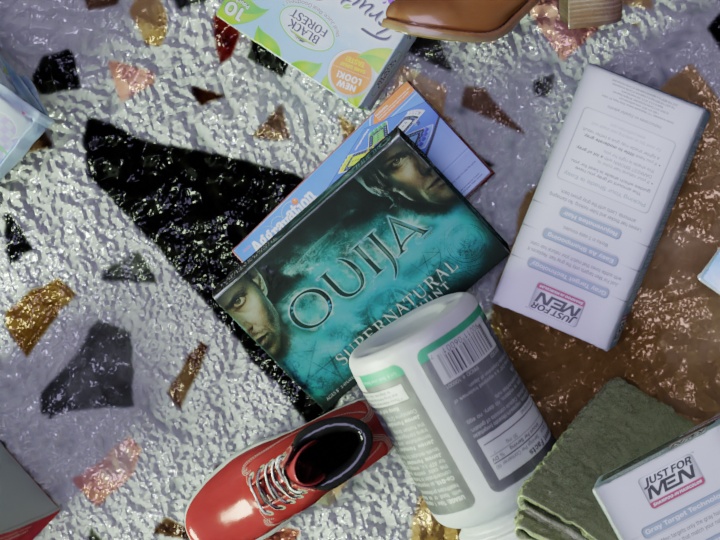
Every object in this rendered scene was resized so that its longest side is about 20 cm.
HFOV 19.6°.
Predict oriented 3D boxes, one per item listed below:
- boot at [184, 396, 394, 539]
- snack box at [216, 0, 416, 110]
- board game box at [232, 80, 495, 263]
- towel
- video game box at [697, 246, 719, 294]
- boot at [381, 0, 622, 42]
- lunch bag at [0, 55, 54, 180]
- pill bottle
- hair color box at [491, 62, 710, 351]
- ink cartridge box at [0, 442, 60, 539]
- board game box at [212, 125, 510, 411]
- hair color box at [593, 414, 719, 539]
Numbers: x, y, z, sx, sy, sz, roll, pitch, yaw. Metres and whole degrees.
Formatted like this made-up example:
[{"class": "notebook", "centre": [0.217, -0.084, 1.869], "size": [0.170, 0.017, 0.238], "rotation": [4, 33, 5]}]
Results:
[{"class": "boot", "centre": [-0.069, 0.167, 1.639], "size": [0.200, 0.144, 0.072], "rotation": [-32, 87, 13]}, {"class": "snack box", "centre": [-0.001, -0.248, 1.653], "size": [0.142, 0.053, 0.200], "rotation": [34, 98, 10]}, {"class": "board game box", "centre": [0.001, -0.047, 1.678], "size": [0.200, 0.019, 0.103], "rotation": [-43, 85, 11]}, {"class": "towel", "centre": [0.207, 0.167, 1.561], "size": [0.148, 0.200, 0.037], "rotation": [31, 131, 10]}, {"class": "video game box", "centre": [0.389, -0.011, 1.578], "size": [0.200, 0.047, 0.182], "rotation": [36, 97, 10]}, {"class": "boot", "centre": [0.106, -0.258, 1.590], "size": [0.200, 0.074, 0.155], "rotation": [-10, 107, -14]}, {"class": "lunch bag", "centre": [-0.367, -0.127, 1.707], "size": [0.200, 0.127, 0.170], "rotation": [43, 98, 18]}, {"class": "pill bottle", "centre": [0.084, 0.127, 1.607], "size": [0.113, 0.113, 0.200], "rotation": [-27, 98, 12]}, {"class": "hair color box", "centre": [0.187, -0.049, 1.615], "size": [0.099, 0.061, 0.200], "rotation": [23, 96, 11]}, {"class": "ink cartridge box", "centre": [-0.382, 0.222, 1.711], "size": [0.145, 0.145, 0.200], "rotation": [46, 102, 7]}, {"class": "board game box", "centre": [0.000, 0.000, 1.650], "size": [0.200, 0.028, 0.135], "rotation": [-41, 106, 10]}, {"class": "hair color box", "centre": [0.248, 0.209, 1.398], "size": [0.099, 0.061, 0.200], "rotation": [-29, 88, 11]}]
